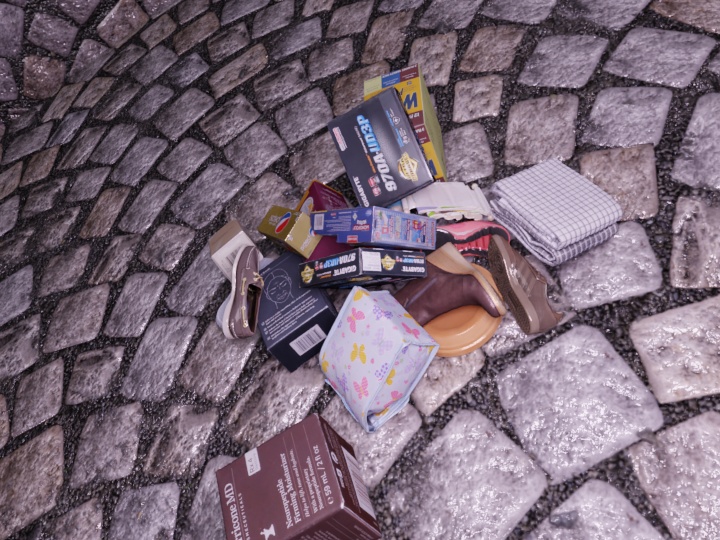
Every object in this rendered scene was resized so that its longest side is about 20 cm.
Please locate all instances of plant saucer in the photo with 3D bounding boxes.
[{"bbox_3d":[0.173,0.065,1.149,0.195,0.038,0.204,-15,51,18],"label":"plant saucer"}]

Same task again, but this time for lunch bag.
[{"bbox_3d":[0.022,0.160,1.095,0.170,0.125,0.203,44,112,40],"label":"lunch bag"}]

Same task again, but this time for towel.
[{"bbox_3d":[0.354,-0.107,1.121,0.162,0.087,0.201,-24,46,-19],"label":"towel"}]

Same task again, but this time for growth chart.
[{"bbox_3d":[0.173,-0.146,1.258,0.194,0.018,0.147,2,41,-2],"label":"growth chart"}]

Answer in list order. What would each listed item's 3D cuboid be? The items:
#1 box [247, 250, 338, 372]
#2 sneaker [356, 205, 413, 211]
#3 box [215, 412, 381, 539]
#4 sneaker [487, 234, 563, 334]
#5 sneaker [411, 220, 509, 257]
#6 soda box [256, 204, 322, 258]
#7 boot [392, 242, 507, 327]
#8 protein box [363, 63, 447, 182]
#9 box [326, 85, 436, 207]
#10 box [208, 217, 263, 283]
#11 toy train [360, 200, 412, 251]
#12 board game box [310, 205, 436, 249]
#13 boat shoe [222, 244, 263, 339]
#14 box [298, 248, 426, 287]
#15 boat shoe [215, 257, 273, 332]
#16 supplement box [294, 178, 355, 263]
[{"bbox_3d":[-0.139,0.077,1.256,0.147,0.108,0.202,-33,48,2],"label":"box"},{"bbox_3d":[0.033,-0.134,1.349,0.197,0.066,0.079,-29,42,8],"label":"sneaker"},{"bbox_3d":[-0.099,0.374,0.974,0.197,0.165,0.168,-30,47,4],"label":"box"},{"bbox_3d":[0.295,0.021,1.098,0.073,0.071,0.204,-10,61,-13],"label":"sneaker"},{"bbox_3d":[0.195,-0.059,1.202,0.194,0.076,0.087,-2,18,11],"label":"sneaker"},{"bbox_3d":[-0.147,-0.083,1.245,0.069,0.064,0.199,-57,26,-6],"label":"soda box"},{"bbox_3d":[0.157,0.061,1.106,0.166,0.072,0.201,-45,49,7],"label":"boot"},{"bbox_3d":[0.101,-0.300,1.347,0.131,0.200,0.204,-13,51,16],"label":"protein box"},{"bbox_3d":[0.041,-0.234,1.203,0.156,0.046,0.205,-23,89,17],"label":"box"},{"bbox_3d":[-0.291,-0.051,1.397,0.094,0.078,0.200,-40,21,-5],"label":"box"},{"bbox_3d":[0.017,-0.067,1.278,0.195,0.085,0.119,-17,66,16],"label":"toy train"},{"bbox_3d":[0.037,-0.074,1.133,0.198,0.196,0.064,3,89,53],"label":"board game box"},{"bbox_3d":[-0.224,0.039,1.211,0.058,0.072,0.205,-4,60,19],"label":"boat shoe"},{"bbox_3d":[0.000,0.000,1.123,0.198,0.156,0.047,-13,78,50],"label":"box"},{"bbox_3d":[-0.260,0.053,1.366,0.201,0.072,0.062,-51,4,-30],"label":"boat shoe"},{"bbox_3d":[-0.078,-0.093,1.301,0.111,0.084,0.202,-55,30,21],"label":"supplement box"}]
